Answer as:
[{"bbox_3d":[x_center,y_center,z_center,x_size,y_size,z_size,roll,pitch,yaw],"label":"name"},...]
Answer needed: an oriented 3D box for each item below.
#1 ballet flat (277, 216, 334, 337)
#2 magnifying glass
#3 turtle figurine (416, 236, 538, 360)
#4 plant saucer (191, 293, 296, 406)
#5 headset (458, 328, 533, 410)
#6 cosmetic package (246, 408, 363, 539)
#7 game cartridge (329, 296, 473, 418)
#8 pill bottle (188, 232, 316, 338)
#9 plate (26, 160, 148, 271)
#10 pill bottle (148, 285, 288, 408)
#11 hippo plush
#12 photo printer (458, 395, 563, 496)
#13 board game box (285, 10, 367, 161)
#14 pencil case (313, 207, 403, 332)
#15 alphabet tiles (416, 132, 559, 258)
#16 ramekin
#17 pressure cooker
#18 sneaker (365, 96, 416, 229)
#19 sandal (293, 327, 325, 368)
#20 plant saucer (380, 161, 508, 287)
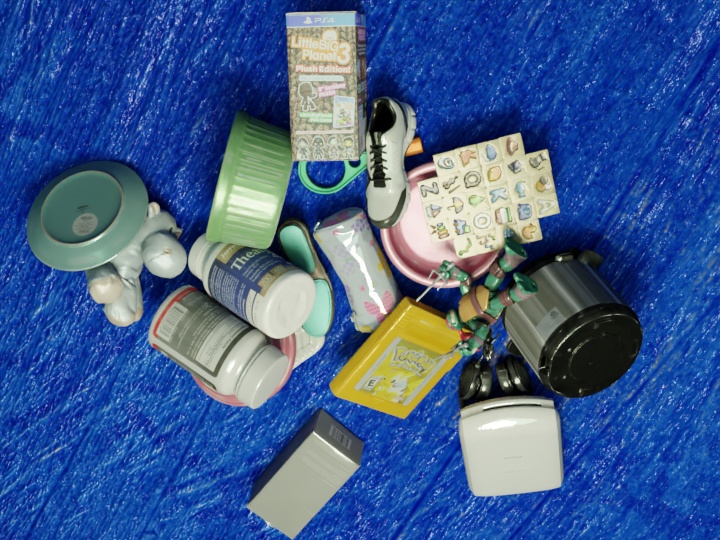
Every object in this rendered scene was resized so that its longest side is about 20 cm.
[{"bbox_3d":[-0.081,0.006,1.487,0.067,0.068,0.201,-10,108,6],"label":"ballet flat"},{"bbox_3d":[-0.001,-0.173,1.445,0.198,0.022,0.080,-12,108,11],"label":"magnifying glass"},{"bbox_3d":[0.173,0.045,1.400,0.200,0.100,0.150,-40,64,33],"label":"turtle figurine"},{"bbox_3d":[-0.204,0.123,1.513,0.199,0.051,0.202,0,92,17],"label":"plant saucer"},{"bbox_3d":[0.218,0.185,1.512,0.122,0.094,0.201,-7,120,7],"label":"headset"},{"bbox_3d":[-0.095,0.354,1.604,0.107,0.090,0.200,39,111,-9],"label":"cosmetic package"},{"bbox_3d":[0.073,0.146,1.497,0.176,0.033,0.200,24,115,-40],"label":"game cartridge"},{"bbox_3d":[-0.173,0.013,1.437,0.199,0.111,0.112,30,114,33],"label":"pill bottle"},{"bbox_3d":[-0.426,-0.092,1.431,0.198,0.202,0.026,-6,150,7],"label":"plate"},{"bbox_3d":[-0.218,0.119,1.432,0.199,0.114,0.114,32,110,14],"label":"pill bottle"},{"bbox_3d":[-0.355,-0.020,1.484,0.160,0.201,0.160,-28,149,-6],"label":"hippo plush"},{"bbox_3d":[0.248,0.285,1.524,0.165,0.070,0.201,-7,131,7],"label":"photo printer"},{"bbox_3d":[-0.044,-0.266,1.331,0.096,0.160,0.202,0,103,5],"label":"board game box"},{"bbox_3d":[0.000,0.000,1.471,0.090,0.083,0.201,-16,108,24],"label":"pencil case"},{"bbox_3d":[0.191,-0.110,1.388,0.198,0.006,0.168,-13,107,9],"label":"alphabet tiles"},{"bbox_3d":[-0.161,-0.129,1.383,0.097,0.200,0.201,14,110,-8],"label":"ramekin"},{"bbox_3d":[0.312,0.069,1.416,0.175,0.200,0.180,-21,130,-9],"label":"pressure cooker"},{"bbox_3d":[0.032,-0.162,1.371,0.073,0.080,0.202,-1,79,27],"label":"sneaker"},{"bbox_3d":[-0.144,0.145,1.548,0.201,0.050,0.083,-22,83,15],"label":"sandal"},{"bbox_3d":[0.131,-0.075,1.443,0.199,0.051,0.202,1,109,3],"label":"plant saucer"}]
